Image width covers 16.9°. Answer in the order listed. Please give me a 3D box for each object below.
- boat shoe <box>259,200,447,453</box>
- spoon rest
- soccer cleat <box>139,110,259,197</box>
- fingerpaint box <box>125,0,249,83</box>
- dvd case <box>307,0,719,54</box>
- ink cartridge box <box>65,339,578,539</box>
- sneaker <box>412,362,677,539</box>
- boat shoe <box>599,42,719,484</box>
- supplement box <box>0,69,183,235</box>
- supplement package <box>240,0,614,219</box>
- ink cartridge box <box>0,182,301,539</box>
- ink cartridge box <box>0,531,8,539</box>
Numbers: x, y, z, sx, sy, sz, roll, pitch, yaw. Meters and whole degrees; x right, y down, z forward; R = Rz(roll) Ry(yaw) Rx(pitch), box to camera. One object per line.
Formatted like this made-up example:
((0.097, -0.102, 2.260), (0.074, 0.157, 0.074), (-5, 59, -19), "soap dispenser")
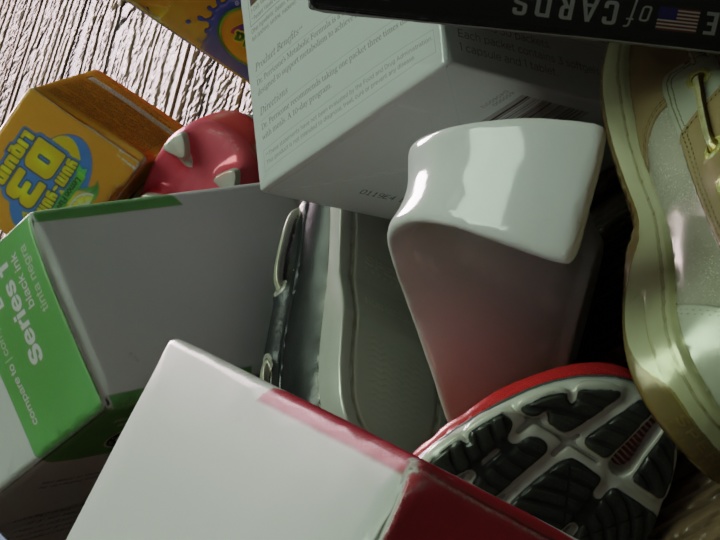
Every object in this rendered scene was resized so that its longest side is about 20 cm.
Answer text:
((0.000, 0.000, 0.918), (0.060, 0.074, 0.201), (-30, 44, 39), "boat shoe")
((0.043, -0.005, 0.756), (0.200, 0.060, 0.100), (77, -151, -75), "spoon rest")
((-0.096, 0.014, 1.111), (0.201, 0.067, 0.076), (-59, -16, 19), "soccer cleat")
((-0.073, -0.202, 1.137), (0.168, 0.199, 0.073), (-56, 23, 5), "fingerpaint box")
((0.082, -0.119, 0.762), (0.151, 0.198, 0.025), (-92, 9, -51), "dvd case")
((0.041, 0.105, 0.547), (0.086, 0.199, 0.147), (-61, 24, -6), "ink cartridge box")
((0.019, 0.084, 0.774), (0.200, 0.077, 0.085), (-43, 22, 29), "sneaker")
((0.118, -0.023, 0.726), (0.066, 0.074, 0.201), (-30, 36, 25), "boat shoe")
((-0.132, -0.051, 1.158), (0.067, 0.069, 0.200), (-55, 4, 6), "supplement box")
((0.027, -0.131, 0.886), (0.109, 0.113, 0.202), (-31, 58, 45), "supplement package")
((-0.119, 0.053, 0.974), (0.200, 0.145, 0.085), (-36, 73, 39), "ink cartridge box")
((-0.141, 0.220, 0.829), (0.197, 0.047, 0.201), (41, 102, 30), "ink cartridge box")
